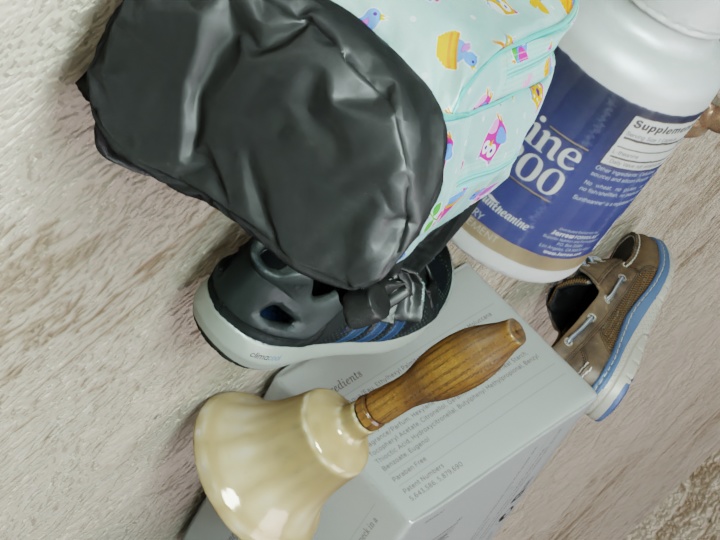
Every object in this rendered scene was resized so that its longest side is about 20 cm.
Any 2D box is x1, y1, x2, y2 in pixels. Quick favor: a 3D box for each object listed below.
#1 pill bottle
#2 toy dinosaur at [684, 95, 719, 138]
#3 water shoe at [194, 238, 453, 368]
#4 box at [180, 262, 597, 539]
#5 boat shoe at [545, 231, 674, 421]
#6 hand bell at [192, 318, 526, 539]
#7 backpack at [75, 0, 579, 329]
[{"bbox_3d":[0.121,-0.097,1.251,0.111,0.111,0.200,-22,154,-52],"label":"pill bottle"},{"bbox_3d":[0.181,-0.130,1.383,0.086,0.135,0.200,-113,-138,-77],"label":"toy dinosaur"},{"bbox_3d":[0.000,0.000,1.243,0.200,0.072,0.079,-21,157,-52],"label":"water shoe"},{"bbox_3d":[0.016,0.131,1.541,0.200,0.131,0.199,-30,159,-42],"label":"box"},{"bbox_3d":[0.180,0.024,1.755,0.072,0.072,0.200,-51,-172,35],"label":"boat shoe"},{"bbox_3d":[0.013,0.078,1.334,0.200,0.104,0.104,-29,173,31],"label":"hand bell"},{"bbox_3d":[0.005,-0.077,0.956,0.127,0.167,0.200,-58,165,27],"label":"backpack"}]
